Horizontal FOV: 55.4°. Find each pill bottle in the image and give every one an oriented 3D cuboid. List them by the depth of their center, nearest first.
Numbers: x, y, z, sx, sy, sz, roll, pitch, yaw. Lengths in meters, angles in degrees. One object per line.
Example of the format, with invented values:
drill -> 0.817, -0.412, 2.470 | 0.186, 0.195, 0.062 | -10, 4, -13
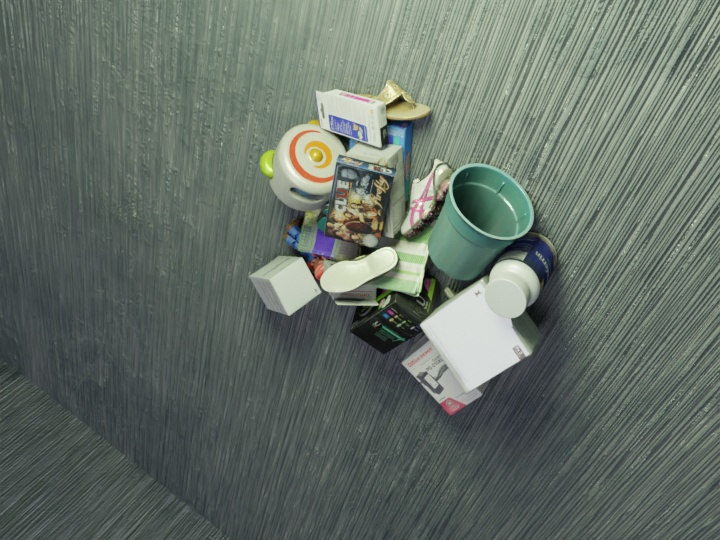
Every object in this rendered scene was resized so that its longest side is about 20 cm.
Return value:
pill bottle -> 0.348, 0.010, 1.497 | 0.114, 0.200, 0.118 | 18, 129, 24

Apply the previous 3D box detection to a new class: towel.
towel -> 0.103, -0.046, 1.664 | 0.150, 0.204, 0.023 | 11, 167, 29
towel -> -0.073, -0.103, 1.797 | 0.197, 0.023, 0.147 | 14, 93, 27

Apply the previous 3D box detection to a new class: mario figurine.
mario figurine -> -0.118, -0.053, 1.894 | 0.200, 0.106, 0.124 | 47, 178, 12

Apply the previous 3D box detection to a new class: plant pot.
plant pot -> 0.249, -0.093, 1.518 | 0.199, 0.200, 0.197 | 38, 141, 8

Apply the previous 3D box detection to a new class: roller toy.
roller toy -> -0.123, -0.252, 1.661 | 0.184, 0.199, 0.140 | 53, 150, 2

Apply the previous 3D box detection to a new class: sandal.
sandal -> 0.056, -0.389, 1.527 | 0.209, 0.078, 0.071 | 16, 134, 33

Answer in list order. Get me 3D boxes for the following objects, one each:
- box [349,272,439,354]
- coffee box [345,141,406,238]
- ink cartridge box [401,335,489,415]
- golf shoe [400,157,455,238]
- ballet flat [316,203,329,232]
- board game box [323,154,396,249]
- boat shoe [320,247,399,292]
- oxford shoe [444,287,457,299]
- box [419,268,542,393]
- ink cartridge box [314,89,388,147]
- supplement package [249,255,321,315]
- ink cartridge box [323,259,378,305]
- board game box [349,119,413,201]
box -> 0.087, 0.094, 1.757 | 0.123, 0.150, 0.199 | 34, 137, -19
coffee box -> 0.040, -0.190, 1.607 | 0.111, 0.080, 0.203 | 13, 126, 26
ink cartridge box -> 0.228, 0.264, 1.832 | 0.200, 0.084, 0.145 | 46, 134, 1
golf shoe -> 0.151, -0.167, 1.603 | 0.092, 0.072, 0.201 | 45, 117, 19
ballet flat -> -0.061, -0.149, 1.697 | 0.075, 0.074, 0.199 | 54, 158, -7
board game box -> -0.004, -0.152, 1.555 | 0.133, 0.035, 0.203 | 14, 128, 2
boat shoe -> 0.001, 0.003, 1.638 | 0.198, 0.060, 0.073 | -21, 81, 12
oxford shoe -> 0.291, 0.107, 1.708 | 0.200, 0.075, 0.058 | 42, 92, 15
box -> 0.282, 0.139, 1.601 | 0.199, 0.130, 0.201 | -37, 85, 28
ink cartridge box -> -0.022, -0.352, 1.562 | 0.198, 0.037, 0.096 | 24, 136, 35
supplement package -> -0.214, 0.039, 1.927 | 0.119, 0.116, 0.199 | 62, 158, -15
ink cartridge box -> -0.024, 0.029, 1.745 | 0.113, 0.200, 0.068 | 2, 104, -14
board game box -> 0.046, -0.268, 1.636 | 0.150, 0.045, 0.203 | 20, 128, 23
